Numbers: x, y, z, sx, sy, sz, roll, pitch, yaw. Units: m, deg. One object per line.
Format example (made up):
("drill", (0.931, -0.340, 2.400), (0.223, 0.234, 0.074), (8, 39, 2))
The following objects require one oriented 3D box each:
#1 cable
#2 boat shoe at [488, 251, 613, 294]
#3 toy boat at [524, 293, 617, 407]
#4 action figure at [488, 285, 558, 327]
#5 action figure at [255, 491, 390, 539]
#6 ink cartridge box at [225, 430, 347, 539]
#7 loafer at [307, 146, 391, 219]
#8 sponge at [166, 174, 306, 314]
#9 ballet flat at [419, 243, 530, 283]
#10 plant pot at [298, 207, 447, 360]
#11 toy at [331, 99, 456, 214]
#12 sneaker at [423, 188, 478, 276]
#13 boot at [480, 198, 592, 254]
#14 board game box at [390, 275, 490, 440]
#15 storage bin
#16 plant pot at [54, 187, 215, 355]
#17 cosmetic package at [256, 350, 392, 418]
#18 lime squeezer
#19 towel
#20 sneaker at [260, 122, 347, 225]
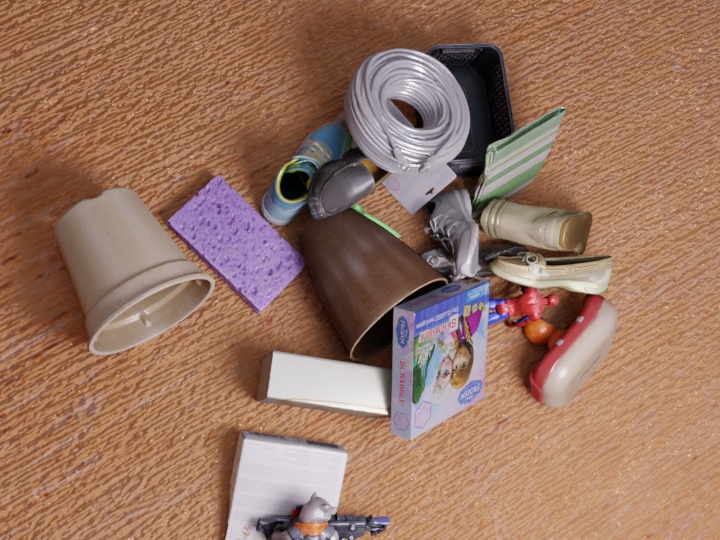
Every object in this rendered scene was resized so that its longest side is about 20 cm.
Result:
("cable", (0.072, -0.241, 1.609), (0.200, 0.069, 0.200), (-33, 81, -33))
("boat shoe", (0.305, -0.006, 1.687), (0.200, 0.073, 0.063), (9, 105, -6))
("toy boat", (0.324, 0.114, 1.710), (0.131, 0.131, 0.200), (36, 70, 25))
("action figure", (0.221, 0.064, 1.714), (0.199, 0.099, 0.066), (-10, 85, 6))
("action figure", (-0.046, 0.414, 1.528), (0.199, 0.105, 0.194), (-6, 106, -9))
("ink cartridge box", (-0.118, 0.351, 1.580), (0.162, 0.057, 0.201), (10, 97, -13))
("loafer", (-0.012, -0.138, 1.586), (0.200, 0.072, 0.073), (-49, 128, -47))
("sponge", (-0.190, -0.041, 1.633), (0.200, 0.030, 0.112), (44, 72, -3))
("ballet flat", (0.181, -0.015, 1.726), (0.199, 0.046, 0.068), (-8, 103, -11))
("plant pot", (0.000, 0.000, 1.611), (0.187, 0.187, 0.200), (-33, 73, -18))
("toy", (0.059, -0.202, 1.704), (0.200, 0.115, 0.047), (46, 40, -4))
("sneaker", (0.142, -0.055, 1.672), (0.082, 0.200, 0.075), (-5, 124, -1))
("boot", (0.291, -0.073, 1.732), (0.155, 0.200, 0.073), (12, 99, 24))
("board game box", (0.122, 0.127, 1.587), (0.200, 0.041, 0.200), (-21, 118, -47))
("storage bin", (0.169, -0.263, 1.741), (0.135, 0.094, 0.201), (-5, 80, -16))
("plant pot", (-0.341, -0.009, 1.515), (0.200, 0.201, 0.184), (-29, 77, -18))
("cosmetic package", (-0.049, 0.174, 1.592), (0.199, 0.104, 0.073), (9, 78, -12))
("lime squeezer", (-0.003, -0.131, 1.686), (0.070, 0.038, 0.201), (-23, 98, 0))
("towel", (0.245, -0.170, 1.691), (0.152, 0.200, 0.023), (-30, 68, -19))
("sneaker", (-0.072, -0.163, 1.636), (0.079, 0.131, 0.200), (35, 71, -6))
